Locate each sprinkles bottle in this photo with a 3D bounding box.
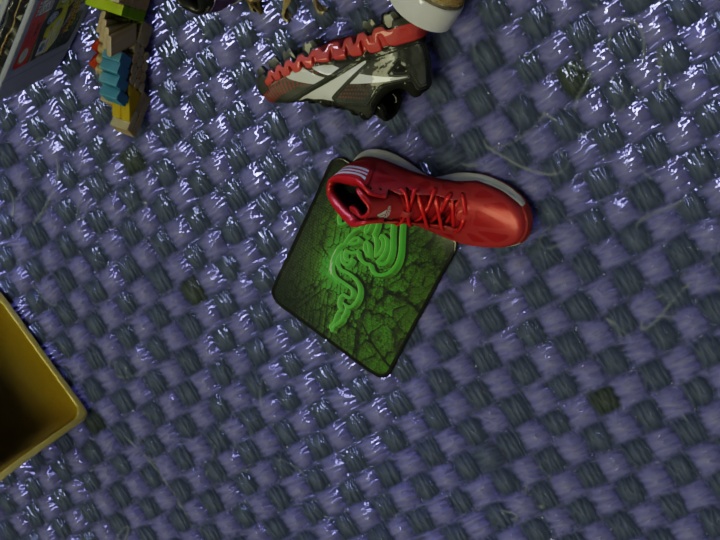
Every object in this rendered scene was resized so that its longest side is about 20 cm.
[{"bbox_3d":[0.098,-0.309,1.395,0.068,0.068,0.201,39,124,9],"label":"sprinkles bottle"}]

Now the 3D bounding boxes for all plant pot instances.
[{"bbox_3d":[-0.490,0.177,1.885,0.195,0.195,0.200,54,135,-2],"label":"plant pot"}]

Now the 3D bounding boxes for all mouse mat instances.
[{"bbox_3d":[0.000,0.000,1.627,0.160,0.008,0.201,35,123,12],"label":"mouse mat"}]

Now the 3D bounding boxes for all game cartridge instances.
[{"bbox_3d":[-0.326,-0.268,1.617,0.041,0.133,0.201,34,126,3],"label":"game cartridge"}]

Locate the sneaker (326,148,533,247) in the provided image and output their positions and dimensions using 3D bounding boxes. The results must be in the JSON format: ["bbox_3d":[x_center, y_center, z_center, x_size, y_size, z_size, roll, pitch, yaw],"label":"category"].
[{"bbox_3d":[0.057,-0.053,1.500,0.198,0.115,0.079,14,115,23],"label":"sneaker"}]

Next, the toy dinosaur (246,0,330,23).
[{"bbox_3d":[-0.059,-0.309,1.493,0.101,0.058,0.201,38,125,11],"label":"toy dinosaur"}]

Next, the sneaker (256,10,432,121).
[{"bbox_3d":[-0.013,-0.183,1.513,0.199,0.071,0.099,-14,102,32],"label":"sneaker"}]

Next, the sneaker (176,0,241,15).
[{"bbox_3d":[-0.170,-0.348,1.520,0.075,0.087,0.202,-13,104,34],"label":"sneaker"}]

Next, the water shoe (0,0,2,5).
[{"bbox_3d":[-0.457,-0.339,1.695,0.071,0.079,0.201,-31,94,36],"label":"water shoe"}]

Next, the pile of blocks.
[{"bbox_3d":[-0.260,-0.235,1.627,0.062,0.082,0.202,19,120,21],"label":"pile of blocks"}]
